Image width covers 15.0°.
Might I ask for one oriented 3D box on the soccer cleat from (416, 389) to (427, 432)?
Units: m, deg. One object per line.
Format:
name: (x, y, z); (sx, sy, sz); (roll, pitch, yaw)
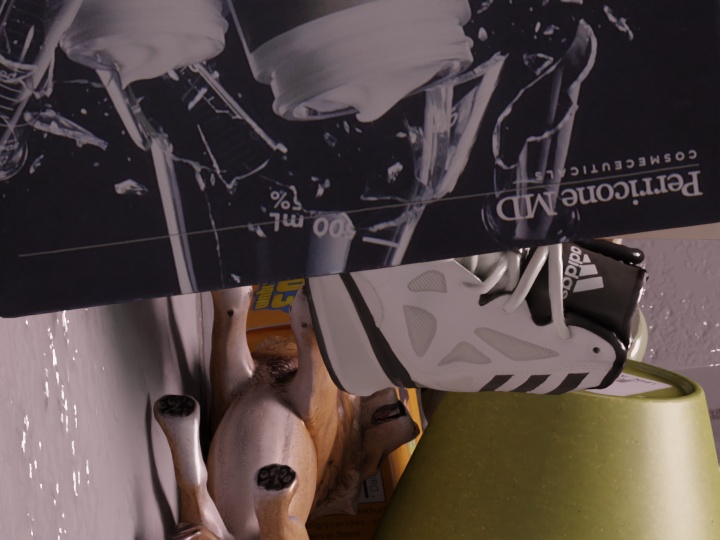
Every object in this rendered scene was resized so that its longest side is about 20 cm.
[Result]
soccer cleat: (0.000, 0.000, 1.188); (0.086, 0.070, 0.200); (31, -40, 45)

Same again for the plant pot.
plant pot: (0.071, 0.135, 1.067); (0.187, 0.187, 0.200); (-56, 154, -81)

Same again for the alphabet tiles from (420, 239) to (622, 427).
alphabet tiles: (0.069, -0.014, 1.273); (0.008, 0.167, 0.200); (37, 57, -25)

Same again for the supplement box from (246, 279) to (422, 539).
supplement box: (-0.006, 0.097, 1.158); (0.067, 0.069, 0.200); (-72, 157, -64)

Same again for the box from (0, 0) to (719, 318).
box: (-0.010, -0.100, 0.707); (0.104, 0.200, 0.182); (-88, 169, -64)

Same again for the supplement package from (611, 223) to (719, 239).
supplement package: (0.173, -0.110, 1.183); (0.200, 0.117, 0.117); (-45, 127, -46)

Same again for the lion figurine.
lion figurine: (-0.035, 0.079, 0.984); (0.200, 0.072, 0.123); (-63, 157, -54)

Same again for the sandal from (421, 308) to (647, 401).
sandal: (0.072, 0.047, 1.269); (0.080, 0.057, 0.201); (-60, -154, -13)

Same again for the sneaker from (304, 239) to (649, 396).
sneaker: (0.033, -0.021, 0.881); (0.201, 0.115, 0.076); (64, 34, -57)
